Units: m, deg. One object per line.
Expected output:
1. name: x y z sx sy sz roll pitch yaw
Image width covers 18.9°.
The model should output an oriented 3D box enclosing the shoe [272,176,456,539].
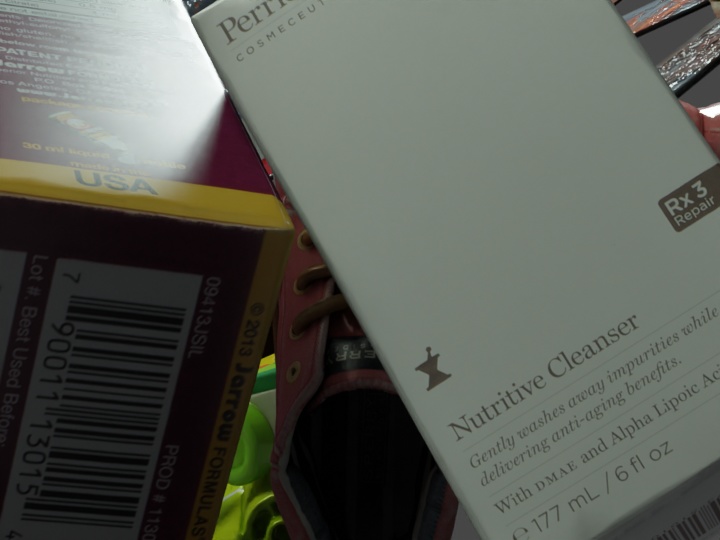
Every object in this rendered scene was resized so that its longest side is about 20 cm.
1. shoe: 0.005 0.009 0.720 0.071 0.202 0.091 -1 14 -1

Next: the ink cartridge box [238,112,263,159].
1. ink cartridge box: -0.009 -0.038 1.253 0.136 0.077 0.199 -26 -22 38

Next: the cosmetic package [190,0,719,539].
1. cosmetic package: 0.048 -0.013 0.626 0.112 0.201 0.081 -34 -22 3

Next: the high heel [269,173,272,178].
1. high heel: 0.008 -0.052 0.833 0.143 0.071 0.200 -60 -20 15

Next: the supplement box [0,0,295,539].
1. supplement box: -0.102 -0.007 0.678 0.102 0.132 0.200 7 24 -20

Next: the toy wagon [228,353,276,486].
1. toy wagon: 0.035 0.034 0.859 0.199 0.040 0.155 -17 4 42

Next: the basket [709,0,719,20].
1. basket: 0.238 -0.157 0.826 0.197 0.162 0.200 -27 8 -14

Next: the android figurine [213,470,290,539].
1. android figurine: -0.092 0.136 0.877 0.181 0.041 0.200 -32 10 5

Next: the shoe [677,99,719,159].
1. shoe: 0.122 -0.028 0.942 0.090 0.072 0.200 6 -15 2

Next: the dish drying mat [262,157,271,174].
1. dish drying mat: -0.065 0.035 1.054 0.077 0.018 0.201 -34 37 57

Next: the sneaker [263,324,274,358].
1. sneaker: 0.000 0.000 1.036 0.070 0.076 0.200 -29 -11 -46
